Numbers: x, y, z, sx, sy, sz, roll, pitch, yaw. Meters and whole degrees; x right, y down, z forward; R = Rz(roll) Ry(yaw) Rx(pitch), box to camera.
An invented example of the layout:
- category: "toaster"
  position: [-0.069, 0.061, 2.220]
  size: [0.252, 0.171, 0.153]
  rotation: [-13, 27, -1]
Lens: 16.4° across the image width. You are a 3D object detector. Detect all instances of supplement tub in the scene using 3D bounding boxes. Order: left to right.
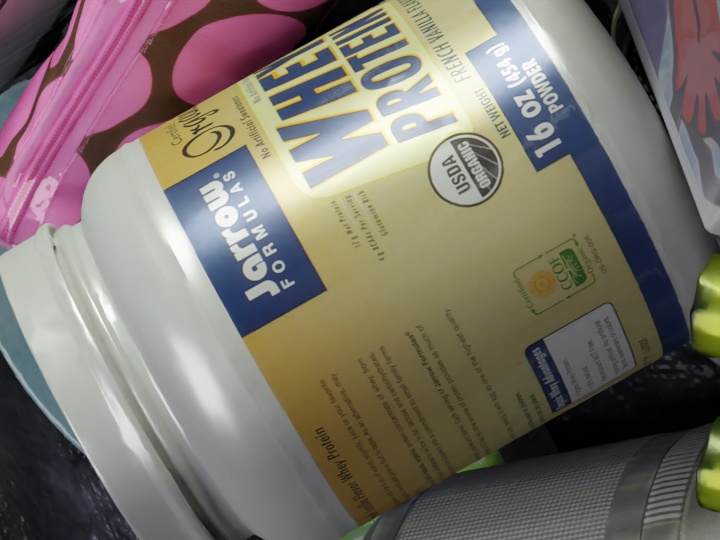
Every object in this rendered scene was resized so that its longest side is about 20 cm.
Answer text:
- category: "supplement tub"
  position: [0.000, 0.000, 0.802]
  size: [0.144, 0.200, 0.144]
  rotation: [61, 179, 1]

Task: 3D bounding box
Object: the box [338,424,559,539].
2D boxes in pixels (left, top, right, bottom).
- category: "box"
  position: [-0.018, 0.016, 1.011]
  size: [0.144, 0.036, 0.200]
  rotation: [-15, 106, 45]

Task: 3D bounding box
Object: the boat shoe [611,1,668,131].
- category: "boat shoe"
  position: [0.150, -0.014, 0.793]
  size: [0.200, 0.062, 0.075]
  rotation: [50, 138, 2]

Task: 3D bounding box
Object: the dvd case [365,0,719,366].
- category: "dvd case"
  position: [0.095, -0.065, 0.866]
  size: [0.200, 0.025, 0.150]
  rotation: [38, 136, 12]

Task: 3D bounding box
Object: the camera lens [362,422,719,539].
- category: "camera lens"
  position: [0.104, 0.140, 0.885]
  size: [0.200, 0.160, 0.160]
  rotation: [-14, 109, 32]

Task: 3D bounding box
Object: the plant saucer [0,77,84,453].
- category: "plant saucer"
  position: [-0.074, 0.006, 0.996]
  size: [0.201, 0.039, 0.201]
  rotation: [22, 130, 29]

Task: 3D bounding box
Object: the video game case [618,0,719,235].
- category: "video game case"
  position: [0.110, -0.143, 0.707]
  size: [0.182, 0.023, 0.200]
  rotation: [114, 147, -48]

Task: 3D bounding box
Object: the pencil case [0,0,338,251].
- category: "pencil case"
  position: [-0.067, -0.078, 0.850]
  size: [0.091, 0.094, 0.200]
  rotation: [35, 127, 3]

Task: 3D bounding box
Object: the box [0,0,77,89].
- category: "box"
  position: [-0.151, -0.105, 0.917]
  size: [0.060, 0.200, 0.117]
  rotation: [45, 135, 3]

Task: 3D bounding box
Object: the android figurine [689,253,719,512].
- category: "android figurine"
  position: [0.191, 0.054, 0.707]
  size: [0.200, 0.041, 0.182]
  rotation: [14, 130, 25]
